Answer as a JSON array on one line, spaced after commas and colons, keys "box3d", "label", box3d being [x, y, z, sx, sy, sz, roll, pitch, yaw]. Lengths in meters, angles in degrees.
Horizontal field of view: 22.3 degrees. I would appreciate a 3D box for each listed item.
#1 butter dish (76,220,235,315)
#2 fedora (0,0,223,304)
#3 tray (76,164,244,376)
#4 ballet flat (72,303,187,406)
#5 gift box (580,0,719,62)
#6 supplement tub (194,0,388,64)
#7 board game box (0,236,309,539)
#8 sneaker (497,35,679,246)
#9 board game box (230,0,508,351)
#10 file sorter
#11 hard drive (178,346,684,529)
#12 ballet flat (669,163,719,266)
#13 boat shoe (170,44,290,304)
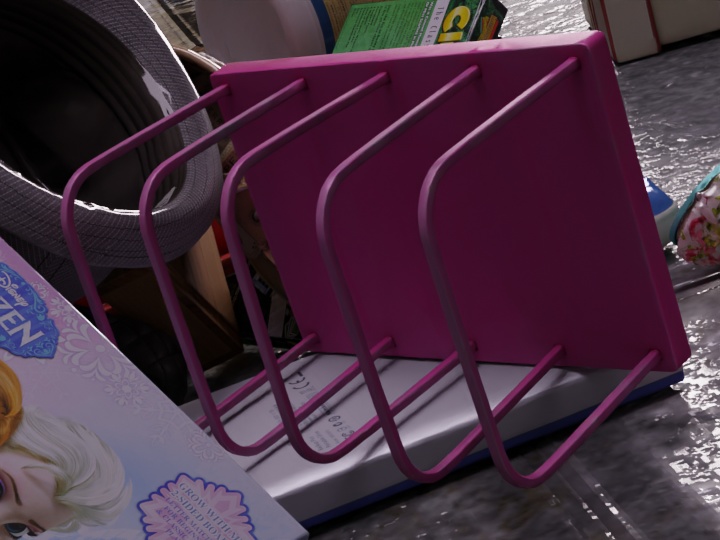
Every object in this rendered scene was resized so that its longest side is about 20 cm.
[{"box3d": [-0.162, -0.057, 1.087, 0.199, 0.148, 0.200, -25, 20, -22], "label": "butter dish"}, {"box3d": [-0.156, -0.058, 0.828, 0.176, 0.090, 0.200, 9, 42, -41], "label": "fedora"}, {"box3d": [-0.115, -0.053, 0.945, 0.037, 0.099, 0.200, -25, 54, 12], "label": "tray"}, {"box3d": [-0.173, 0.023, 0.849, 0.066, 0.200, 0.057, -50, 20, 33], "label": "ballet flat"}, {"box3d": [0.219, -0.276, 1.340, 0.186, 0.201, 0.185, -16, 13, 4], "label": "gift box"}, {"box3d": [-0.013, -0.213, 1.424, 0.200, 0.145, 0.144, -27, 21, -32], "label": "supplement tub"}, {"box3d": [-0.156, 0.087, 0.648, 0.200, 0.041, 0.199, 40, 48, 21], "label": "board game box"}, {"box3d": [0.082, -0.065, 0.959, 0.077, 0.112, 0.200, -25, 20, -26], "label": "sneaker"}, {"box3d": [0.001, -0.052, 0.942, 0.105, 0.023, 0.201, 3, 66, 48], "label": "board game box"}, {"box3d": [0.000, 0.000, 0.719, 0.200, 0.139, 0.125, 1, 28, 42], "label": "file sorter"}, {"box3d": [0.023, 0.055, 0.795, 0.199, 0.025, 0.132, -20, 19, -11], "label": "hard drive"}, {"box3d": [0.229, -0.053, 0.880, 0.064, 0.076, 0.200, 36, 51, 24], "label": "ballet flat"}, {"box3d": [-0.047, -0.042, 0.898, 0.071, 0.065, 0.200, -48, 55, 2], "label": "boat shoe"}]
